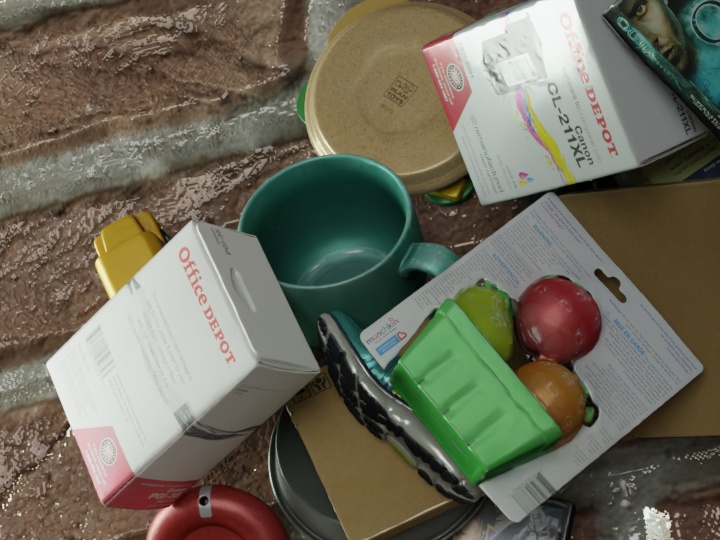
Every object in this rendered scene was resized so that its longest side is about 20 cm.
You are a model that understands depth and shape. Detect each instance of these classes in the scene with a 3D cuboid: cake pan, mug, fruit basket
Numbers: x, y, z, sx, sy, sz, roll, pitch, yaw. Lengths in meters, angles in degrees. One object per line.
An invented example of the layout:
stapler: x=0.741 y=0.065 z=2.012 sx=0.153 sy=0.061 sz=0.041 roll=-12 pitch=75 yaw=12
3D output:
cake pan: x=0.017 y=0.144 z=1.378 sx=0.200 sy=0.037 sz=0.201 roll=-5 pitch=58 yaw=8
mug: x=-0.011 y=0.002 z=1.399 sx=0.152 sy=0.114 sz=0.185 roll=-29 pitch=49 yaw=-10
fruit basket: x=0.130 y=0.064 z=1.245 sx=0.200 sy=0.094 sz=0.185 roll=-36 pitch=78 yaw=-23

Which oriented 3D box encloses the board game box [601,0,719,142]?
board game box: x=0.286 y=-0.203 z=1.210 sx=0.135 sy=0.028 sz=0.200 roll=45 pitch=67 yaw=-2

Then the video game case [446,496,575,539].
video game case: x=0.062 y=0.261 z=1.355 sx=0.200 sy=0.026 sz=0.181 roll=9 pitch=73 yaw=17

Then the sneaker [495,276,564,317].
sneaker: x=0.207 y=0.066 z=1.354 sx=0.201 sy=0.067 sz=0.108 roll=7 pitch=72 yaw=4

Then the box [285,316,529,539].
box: x=0.052 y=0.123 z=1.348 sx=0.200 sy=0.021 sz=0.164 roll=-24 pitch=58 yaw=-5

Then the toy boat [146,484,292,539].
toy boat: x=-0.126 y=0.273 z=1.341 sx=0.130 sy=0.131 sz=0.200 roll=-5 pitch=70 yaw=12

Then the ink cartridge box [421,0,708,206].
ink cartridge box: x=0.156 y=-0.144 z=1.283 sx=0.083 sy=0.200 sz=0.146 roll=-25 pitch=97 yaw=-31

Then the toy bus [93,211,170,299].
toy bus: x=-0.180 y=0.036 z=1.466 sx=0.065 sy=0.078 sz=0.200 roll=-29 pitch=67 yaw=3

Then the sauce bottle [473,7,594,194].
sauce bottle: x=0.150 y=-0.127 z=1.420 sx=0.065 sy=0.065 sz=0.200 roll=-28 pitch=89 yaw=3

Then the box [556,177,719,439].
box: x=0.242 y=0.032 z=1.280 sx=0.163 sy=0.021 sz=0.200 roll=-5 pitch=96 yaw=26

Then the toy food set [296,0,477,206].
toy food set: x=0.040 y=-0.154 z=1.494 sx=0.200 sy=0.049 sz=0.198 roll=19 pitch=77 yaw=19

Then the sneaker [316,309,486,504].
sneaker: x=0.043 y=0.101 z=1.314 sx=0.080 sy=0.078 sz=0.200 roll=-41 pitch=71 yaw=-21

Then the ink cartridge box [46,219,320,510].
ink cartridge box: x=-0.145 y=0.079 z=1.326 sx=0.200 sy=0.083 sz=0.147 roll=-42 pitch=59 yaw=25

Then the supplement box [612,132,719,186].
supplement box: x=0.291 y=-0.153 z=1.383 sx=0.200 sy=0.134 sz=0.200 roll=-34 pitch=67 yaw=0
